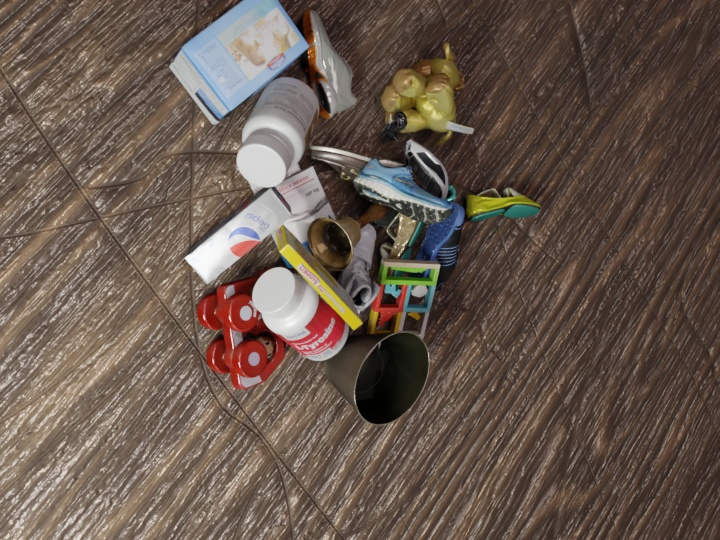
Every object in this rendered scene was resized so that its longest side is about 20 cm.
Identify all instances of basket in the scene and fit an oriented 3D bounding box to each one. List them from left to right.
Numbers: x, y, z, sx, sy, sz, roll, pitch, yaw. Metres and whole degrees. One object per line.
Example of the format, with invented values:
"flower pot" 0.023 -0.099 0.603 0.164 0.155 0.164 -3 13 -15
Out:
"basket" 0.016 0.192 1.255 0.136 0.199 0.181 43 73 -19

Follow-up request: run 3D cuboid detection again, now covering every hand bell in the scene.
"hand bell" -0.002 -0.092 1.252 0.200 0.103 0.105 -39 109 -45

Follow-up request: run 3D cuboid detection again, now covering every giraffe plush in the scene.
"giraffe plush" 0.151 -0.379 1.351 0.197 0.173 0.164 20 60 -14

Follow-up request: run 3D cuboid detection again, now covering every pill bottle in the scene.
"pill bottle" -0.148 -0.246 1.168 0.114 0.114 0.202 37 43 -22
"pill bottle" -0.108 0.077 1.177 0.113 0.111 0.200 -59 145 -13

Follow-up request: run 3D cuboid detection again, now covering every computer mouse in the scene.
"computer mouse" 0.119 -0.227 1.312 0.044 0.110 0.201 -34 81 -18

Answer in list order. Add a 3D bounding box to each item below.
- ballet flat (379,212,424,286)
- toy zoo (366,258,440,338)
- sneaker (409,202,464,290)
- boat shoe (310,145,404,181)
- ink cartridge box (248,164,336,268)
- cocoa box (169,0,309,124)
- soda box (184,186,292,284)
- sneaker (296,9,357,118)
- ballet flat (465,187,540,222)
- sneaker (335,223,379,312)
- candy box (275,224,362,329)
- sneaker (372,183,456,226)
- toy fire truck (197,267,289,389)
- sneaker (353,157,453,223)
"ballet flat" 0.078 -0.056 1.339 0.070 0.065 0.202 -35 151 -59
"toy zoo" 0.085 0.075 1.346 0.129 0.020 0.203 3 111 -24
"sneaker" 0.177 -0.046 1.381 0.077 0.070 0.202 12 114 -35
"boat shoe" -0.009 -0.206 1.309 0.197 0.072 0.060 10 103 -19
"ink cartridge box" -0.125 -0.119 1.253 0.115 0.066 0.202 -29 104 -22
"cocoa box" -0.216 -0.382 1.167 0.200 0.131 0.134 -45 109 -18
"soda box" -0.217 -0.068 1.169 0.199 0.068 0.064 -38 108 4
"sneaker" -0.064 -0.408 1.284 0.091 0.075 0.203 -24 109 -31
"ballet flat" 0.322 -0.154 1.481 0.197 0.067 0.068 -7 73 -24
"sneaker" 0.000 0.000 1.291 0.074 0.115 0.203 25 80 -25
"candy box" -0.073 0.012 1.141 0.026 0.102 0.200 -38 115 8
"sneaker" 0.115 -0.145 1.359 0.198 0.091 0.079 -22 100 -24
"toy fire truck" -0.196 0.107 1.210 0.167 0.111 0.203 -17 100 -44
"sneaker" 0.090 -0.160 1.244 0.198 0.079 0.091 25 75 8
